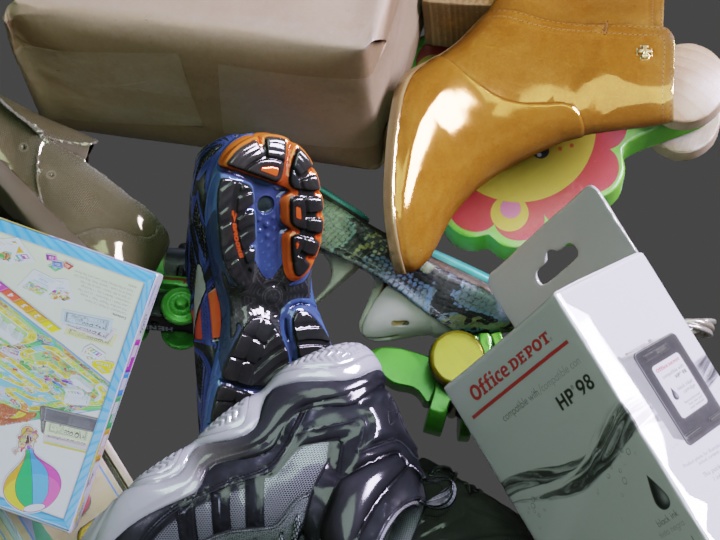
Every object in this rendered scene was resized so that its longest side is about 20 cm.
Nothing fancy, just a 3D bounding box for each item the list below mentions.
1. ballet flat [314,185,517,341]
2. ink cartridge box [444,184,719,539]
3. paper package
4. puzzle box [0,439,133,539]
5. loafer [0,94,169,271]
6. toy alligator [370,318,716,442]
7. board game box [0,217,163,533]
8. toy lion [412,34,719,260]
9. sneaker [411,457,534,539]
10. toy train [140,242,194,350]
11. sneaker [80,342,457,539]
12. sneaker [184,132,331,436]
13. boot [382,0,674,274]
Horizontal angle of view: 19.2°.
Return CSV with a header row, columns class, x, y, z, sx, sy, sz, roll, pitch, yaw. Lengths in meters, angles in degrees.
class,x,y,z,sx,sy,sz,roll,pitch,yaw
ballet flat,0.000,0.000,1.166,0.199,0.074,0.075,29,71,11
ink cartridge box,0.118,0.074,1.048,0.066,0.116,0.201,-24,77,-36
paper package,-0.066,-0.166,1.161,0.198,0.104,0.192,8,55,10
puzzle box,-0.194,0.109,1.102,0.133,0.025,0.201,-33,90,-19
loafer,-0.177,-0.050,1.140,0.067,0.076,0.200,-33,71,-29
toy alligator,0.098,0.061,1.148,0.198,0.059,0.055,-5,74,-5
board game box,-0.213,0.032,1.056,0.198,0.034,0.136,20,88,0
toy lion,0.098,-0.113,1.213,0.190,0.069,0.201,-20,73,-2
sneaker,0.056,0.144,1.111,0.198,0.076,0.092,5,66,-3
toy train,-0.174,0.005,1.162,0.198,0.042,0.057,5,60,-2
sneaker,-0.048,0.134,1.053,0.200,0.076,0.114,-39,70,0
sneaker,-0.057,0.021,1.121,0.075,0.078,0.202,-3,107,-24
boot,0.093,-0.082,1.125,0.143,0.071,0.203,5,58,12
